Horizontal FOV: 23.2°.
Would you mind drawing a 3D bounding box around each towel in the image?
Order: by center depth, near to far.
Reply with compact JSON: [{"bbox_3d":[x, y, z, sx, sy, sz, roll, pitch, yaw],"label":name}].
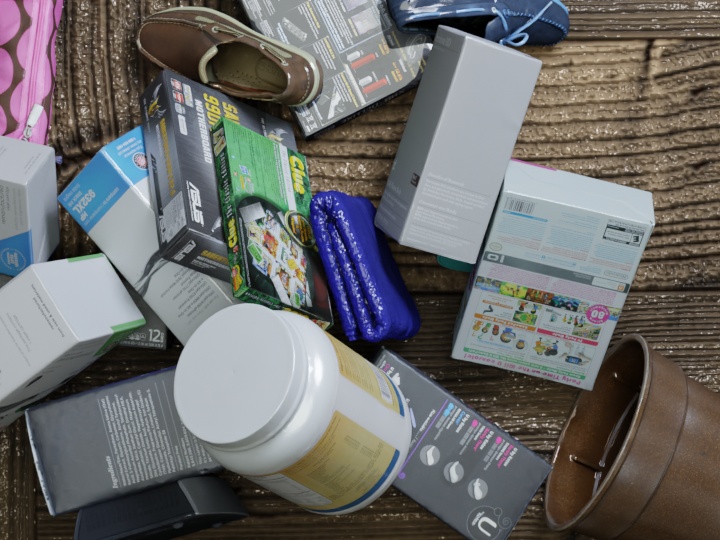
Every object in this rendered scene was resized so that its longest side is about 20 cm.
[{"bbox_3d":[0.000,0.000,1.656,0.049,0.200,0.149,-24,85,9],"label":"towel"}]

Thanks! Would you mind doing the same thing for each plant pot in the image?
[{"bbox_3d":[0.307,0.192,1.671,0.196,0.200,0.202,24,87,-8],"label":"plant pot"}]

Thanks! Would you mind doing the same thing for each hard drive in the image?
[{"bbox_3d":[-0.185,0.228,1.634,0.133,0.200,0.043,-17,79,7],"label":"hard drive"}]

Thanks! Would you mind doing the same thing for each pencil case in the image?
[{"bbox_3d":[-0.328,-0.206,1.705,0.090,0.094,0.203,4,88,-20],"label":"pencil case"}]

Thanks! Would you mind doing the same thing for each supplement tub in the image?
[{"bbox_3d":[-0.058,0.121,1.534,0.143,0.200,0.146,-13,62,26],"label":"supplement tub"}]

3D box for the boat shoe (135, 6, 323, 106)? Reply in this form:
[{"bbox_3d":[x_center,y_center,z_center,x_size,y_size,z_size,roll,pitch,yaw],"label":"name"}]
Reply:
[{"bbox_3d":[-0.137,-0.208,1.690,0.200,0.075,0.076,15,106,21],"label":"boat shoe"}]

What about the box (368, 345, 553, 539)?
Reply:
[{"bbox_3d":[0.071,0.171,1.690,0.199,0.122,0.107,35,88,1],"label":"box"}]

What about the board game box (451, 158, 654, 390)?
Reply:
[{"bbox_3d":[0.181,0.006,1.675,0.146,0.065,0.202,14,124,-3],"label":"board game box"}]

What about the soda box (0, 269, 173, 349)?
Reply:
[{"bbox_3d":[-0.280,0.037,1.708,0.197,0.071,0.064,6,89,-1],"label":"soda box"}]

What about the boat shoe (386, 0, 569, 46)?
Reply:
[{"bbox_3d":[0.112,-0.237,1.712,0.197,0.084,0.069,5,61,-18],"label":"boat shoe"}]

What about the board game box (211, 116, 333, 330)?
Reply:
[{"bbox_3d":[-0.081,-0.043,1.588,0.104,0.202,0.023,23,132,-34],"label":"board game box"}]

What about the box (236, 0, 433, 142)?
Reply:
[{"bbox_3d":[-0.029,-0.253,1.738,0.156,0.050,0.202,-27,89,-3],"label":"box"}]

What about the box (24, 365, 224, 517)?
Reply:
[{"bbox_3d":[-0.204,0.153,1.668,0.198,0.148,0.106,-15,88,-3],"label":"box"}]

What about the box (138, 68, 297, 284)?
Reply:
[{"bbox_3d":[-0.122,-0.078,1.640,0.157,0.048,0.202,21,42,-35],"label":"box"}]

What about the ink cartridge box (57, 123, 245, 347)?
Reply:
[{"bbox_3d":[-0.167,-0.039,1.671,0.200,0.145,0.084,49,122,0],"label":"ink cartridge box"}]

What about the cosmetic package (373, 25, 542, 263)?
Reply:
[{"bbox_3d":[0.090,-0.119,1.636,0.089,0.107,0.202,13,98,-15],"label":"cosmetic package"}]

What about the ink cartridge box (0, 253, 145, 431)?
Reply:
[{"bbox_3d":[-0.315,0.076,1.589,0.199,0.146,0.085,-36,84,18],"label":"ink cartridge box"}]

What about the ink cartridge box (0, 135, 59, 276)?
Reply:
[{"bbox_3d":[-0.392,-0.074,1.667,0.198,0.068,0.117,13,129,11],"label":"ink cartridge box"}]

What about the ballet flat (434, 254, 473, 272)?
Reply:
[{"bbox_3d":[0.172,-0.033,1.735,0.197,0.073,0.074,2,88,4],"label":"ballet flat"}]
